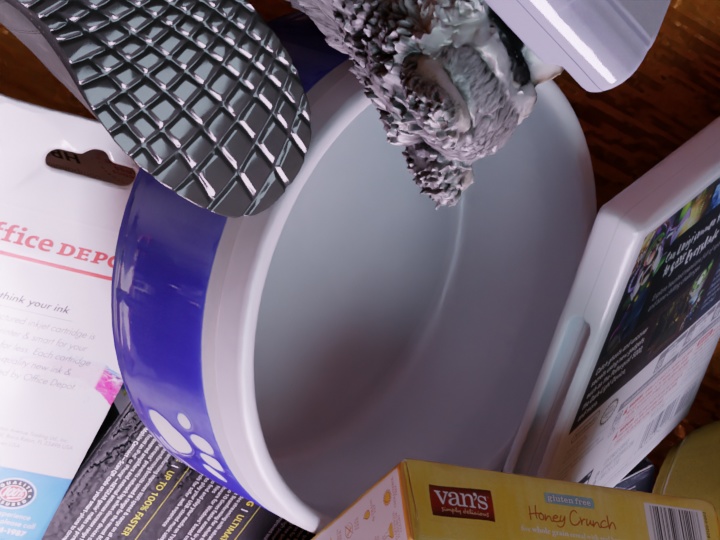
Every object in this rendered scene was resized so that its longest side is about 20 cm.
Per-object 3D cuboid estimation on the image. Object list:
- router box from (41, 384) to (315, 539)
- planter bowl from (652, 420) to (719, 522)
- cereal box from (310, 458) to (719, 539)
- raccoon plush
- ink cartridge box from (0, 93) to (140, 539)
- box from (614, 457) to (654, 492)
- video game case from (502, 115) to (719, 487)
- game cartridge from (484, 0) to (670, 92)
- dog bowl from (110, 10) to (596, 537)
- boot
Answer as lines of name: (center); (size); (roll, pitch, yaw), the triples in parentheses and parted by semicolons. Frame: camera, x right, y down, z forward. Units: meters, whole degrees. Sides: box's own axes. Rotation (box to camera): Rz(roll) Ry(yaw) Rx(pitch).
router box: (-0.069, 0.094, 1.294); (0.149, 0.051, 0.200); (24, 114, -34)
planter bowl: (0.173, 0.132, 1.361); (0.083, 0.201, 0.201); (11, 128, 15)
cereal box: (0.031, 0.139, 1.176); (0.143, 0.040, 0.200); (9, 147, -27)
raccoon plush: (-0.020, -0.095, 1.070); (0.199, 0.135, 0.097); (-1, 158, 23)
ink cartridge box: (-0.147, 0.006, 1.192); (0.115, 0.068, 0.201); (14, 119, -30)
box: (0.043, 0.174, 1.353); (0.199, 0.046, 0.160); (-25, 133, -29)
video game case: (0.120, 0.021, 1.248); (0.200, 0.023, 0.183); (-35, 149, -54)
game cartridge: (0.079, -0.180, 1.032); (0.133, 0.201, 0.041); (40, 149, -30)
dog bowl: (0.000, 0.000, 1.166); (0.199, 0.079, 0.201); (-22, 121, -41)
boot: (-0.104, -0.109, 1.073); (0.200, 0.131, 0.068); (42, 91, -20)
